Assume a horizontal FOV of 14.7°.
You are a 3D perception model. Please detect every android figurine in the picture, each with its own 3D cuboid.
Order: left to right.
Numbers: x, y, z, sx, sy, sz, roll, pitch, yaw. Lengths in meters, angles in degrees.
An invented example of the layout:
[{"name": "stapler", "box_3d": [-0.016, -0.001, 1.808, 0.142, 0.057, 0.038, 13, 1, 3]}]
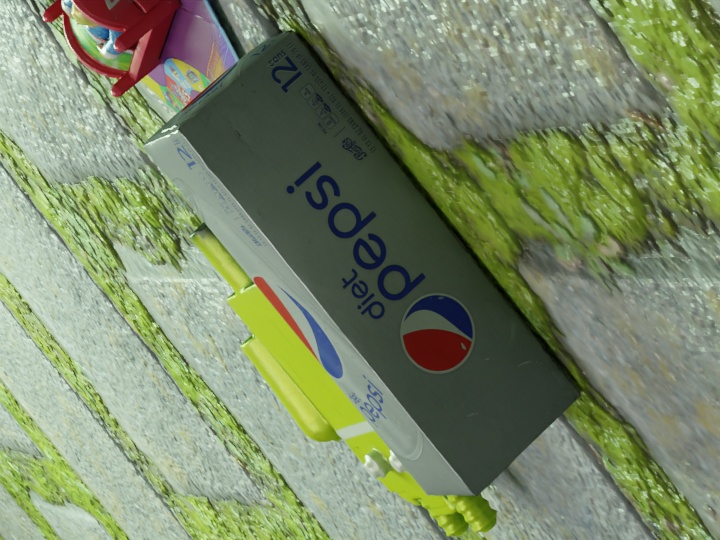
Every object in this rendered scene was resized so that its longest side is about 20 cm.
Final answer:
[{"name": "android figurine", "box_3d": [-0.004, 0.047, 1.345, 0.200, 0.041, 0.182, 52, 163, -5]}]

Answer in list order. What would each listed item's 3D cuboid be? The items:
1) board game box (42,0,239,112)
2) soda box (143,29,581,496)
[{"name": "board game box", "box_3d": [-0.119, -0.122, 1.254, 0.158, 0.039, 0.201, 31, 156, 46]}, {"name": "soda box", "box_3d": [0.000, 0.000, 1.178, 0.200, 0.068, 0.063, 51, 164, -9]}]
